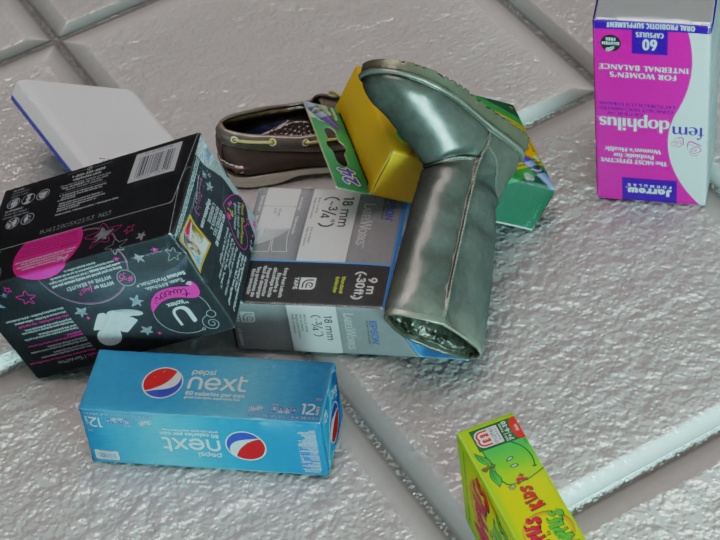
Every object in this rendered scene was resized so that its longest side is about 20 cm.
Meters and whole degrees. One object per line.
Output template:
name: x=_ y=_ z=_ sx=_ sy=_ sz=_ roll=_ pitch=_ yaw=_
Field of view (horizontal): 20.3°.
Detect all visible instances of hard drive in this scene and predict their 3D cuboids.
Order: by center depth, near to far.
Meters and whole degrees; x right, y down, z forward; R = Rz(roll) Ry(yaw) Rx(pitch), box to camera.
hard drive: x=-0.220 y=-0.109 z=1.834 sx=0.131 sy=0.026 sz=0.200 roll=2 pitch=33 yaw=-39

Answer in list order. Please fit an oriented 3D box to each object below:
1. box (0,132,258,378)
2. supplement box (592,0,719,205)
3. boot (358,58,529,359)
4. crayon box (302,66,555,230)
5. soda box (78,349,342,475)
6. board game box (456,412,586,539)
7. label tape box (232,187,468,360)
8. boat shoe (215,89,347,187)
box: x=-0.201 y=-0.011 z=1.671 sx=0.198 sy=0.115 sz=0.133 roll=-14 pitch=39 yaw=23
supplement box: x=0.257 y=-0.165 z=1.742 sx=0.100 sy=0.201 sz=0.104 roll=4 pitch=46 yaw=13
boot: x=0.050 y=-0.050 z=1.634 sx=0.181 sy=0.072 sz=0.201 roll=28 pitch=73 yaw=-21
crayon box: x=0.060 y=-0.109 z=1.751 sx=0.198 sy=0.052 sz=0.126 roll=10 pitch=37 yaw=-27
soda box: x=-0.118 y=0.113 z=1.605 sx=0.198 sy=0.065 sz=0.068 roll=3 pitch=44 yaw=11
board game box: x=0.130 y=0.210 z=1.441 sx=0.047 sy=0.102 sz=0.201 roll=-19 pitch=45 yaw=-10
label tape box: x=0.000 y=0.000 z=1.706 sx=0.198 sy=0.064 sz=0.145 roll=2 pitch=45 yaw=11
boat shoe: x=-0.035 y=-0.130 z=1.848 sx=0.198 sy=0.060 sz=0.072 roll=-11 pitch=43 yaw=-4
